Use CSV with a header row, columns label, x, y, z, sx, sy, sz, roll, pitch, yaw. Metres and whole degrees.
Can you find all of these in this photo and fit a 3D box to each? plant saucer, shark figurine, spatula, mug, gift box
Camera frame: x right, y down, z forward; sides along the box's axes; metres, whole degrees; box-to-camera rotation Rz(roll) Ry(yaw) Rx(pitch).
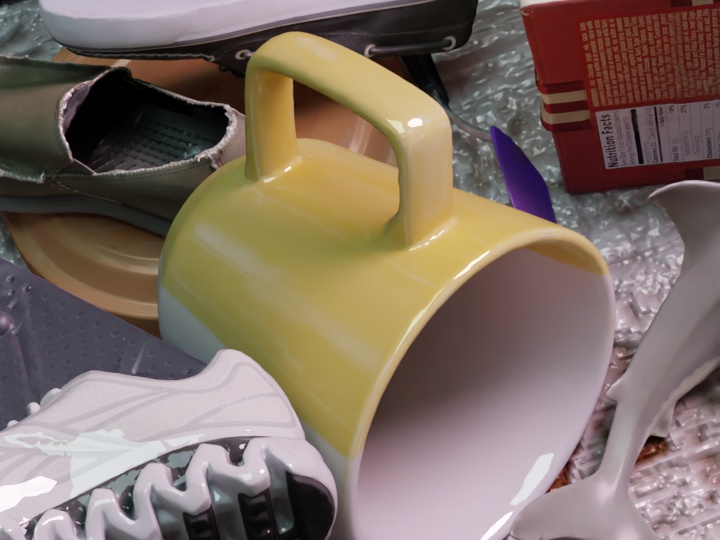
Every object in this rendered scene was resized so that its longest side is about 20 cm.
label,x,y,z,sx,sy,sz,roll,pitch,yaw
plant saucer,-0.073,-0.061,0.968,0.198,0.032,0.202,-6,56,9
shark figurine,0.133,0.013,0.822,0.215,0.089,0.128,-46,30,11
spatula,0.046,-0.073,0.942,0.021,0.056,0.200,-39,48,8
mug,0.004,0.005,0.826,0.153,0.149,0.188,32,110,37
gift box,0.165,-0.155,0.892,0.198,0.185,0.188,-4,64,6

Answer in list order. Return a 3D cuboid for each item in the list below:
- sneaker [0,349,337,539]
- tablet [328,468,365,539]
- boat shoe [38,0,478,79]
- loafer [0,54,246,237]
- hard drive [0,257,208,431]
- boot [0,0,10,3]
label,x,y,z,sx,sy,sz,roll,pitch,yaw
sneaker,-0.111,0.082,0.720,0.198,0.075,0.081,-13,50,-12
tablet,-0.096,0.140,0.847,0.129,0.014,0.201,21,64,24
boat shoe,-0.040,-0.113,0.918,0.198,0.057,0.069,-9,37,-8
loafer,-0.121,-0.066,0.919,0.198,0.070,0.076,12,60,20
hard drive,-0.155,0.097,0.794,0.134,0.042,0.200,24,64,26
boot,-0.248,-0.201,1.085,0.198,0.070,0.132,-1,51,8
